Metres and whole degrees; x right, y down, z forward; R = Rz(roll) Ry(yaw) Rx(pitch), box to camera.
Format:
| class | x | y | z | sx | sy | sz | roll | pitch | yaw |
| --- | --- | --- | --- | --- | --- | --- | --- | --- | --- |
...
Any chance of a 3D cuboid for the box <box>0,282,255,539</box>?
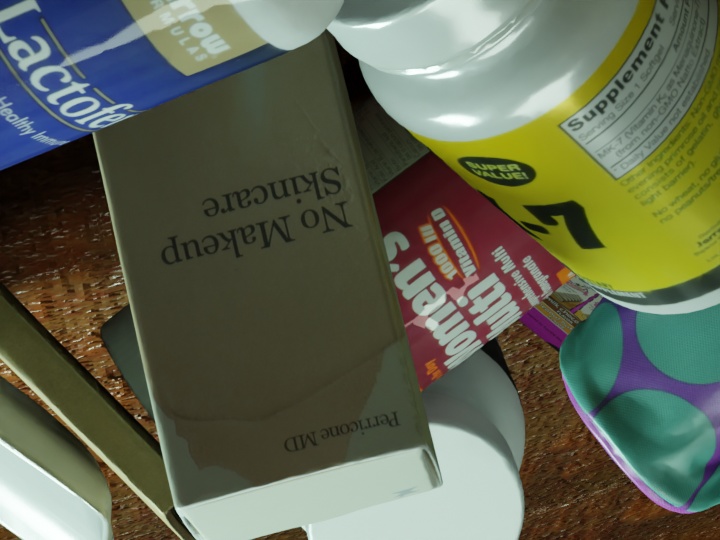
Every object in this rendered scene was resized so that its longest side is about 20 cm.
| class | x | y | z | sx | sy | sz | roll | pitch | yaw |
| --- | --- | --- | --- | --- | --- | --- | --- | --- | --- |
| box | -0.124 | 0.042 | 1.116 | 0.021 | 0.200 | 0.164 | -45 | 163 | -4 |

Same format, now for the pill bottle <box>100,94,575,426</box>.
| class | x | y | z | sx | sy | sz | roll | pitch | yaw |
| --- | --- | --- | --- | --- | --- | --- | --- | --- | --- |
| pill bottle | 0.000 | 0.000 | 1.123 | 0.200 | 0.110 | 0.110 | -37 | 162 | 1 |

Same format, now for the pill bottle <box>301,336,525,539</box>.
| class | x | y | z | sx | sy | sz | roll | pitch | yaw |
| --- | --- | --- | --- | --- | --- | --- | --- | --- | --- |
| pill bottle | 0.012 | 0.060 | 1.249 | 0.116 | 0.117 | 0.200 | -15 | -152 | -1 |

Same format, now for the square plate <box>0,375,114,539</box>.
| class | x | y | z | sx | sy | sz | roll | pitch | yaw |
| --- | --- | --- | --- | --- | --- | --- | --- | --- | --- |
| square plate | -0.178 | 0.061 | 1.194 | 0.028 | 0.198 | 0.200 | -52 | 172 | -16 |

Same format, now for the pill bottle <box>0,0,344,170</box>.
| class | x | y | z | sx | sy | sz | roll | pitch | yaw |
| --- | --- | --- | --- | --- | --- | --- | --- | --- | --- |
| pill bottle | -0.073 | -0.104 | 0.801 | 0.199 | 0.116 | 0.116 | -21 | 163 | 17 |

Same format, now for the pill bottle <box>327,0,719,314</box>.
| class | x | y | z | sx | sy | sz | roll | pitch | yaw |
| --- | --- | --- | --- | --- | --- | --- | --- | --- | --- |
| pill bottle | 0.070 | -0.076 | 0.949 | 0.114 | 0.115 | 0.200 | -24 | 140 | 27 |

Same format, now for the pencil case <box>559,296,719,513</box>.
| class | x | y | z | sx | sy | sz | roll | pitch | yaw |
| --- | --- | --- | --- | --- | --- | --- | --- | --- | --- |
| pencil case | 0.169 | -0.002 | 1.031 | 0.200 | 0.085 | 0.092 | -44 | 114 | 12 |

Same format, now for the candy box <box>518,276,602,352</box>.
| class | x | y | z | sx | sy | sz | roll | pitch | yaw |
| --- | --- | --- | --- | --- | --- | --- | --- | --- | --- |
| candy box | 0.137 | -0.028 | 1.211 | 0.200 | 0.136 | 0.061 | -37 | -163 | 54 |

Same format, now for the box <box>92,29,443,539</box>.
| class | x | y | z | sx | sy | sz | roll | pitch | yaw |
| --- | --- | --- | --- | --- | --- | --- | --- | --- | --- |
| box | -0.039 | -0.012 | 0.980 | 0.094 | 0.201 | 0.078 | -15 | 164 | 1 |
